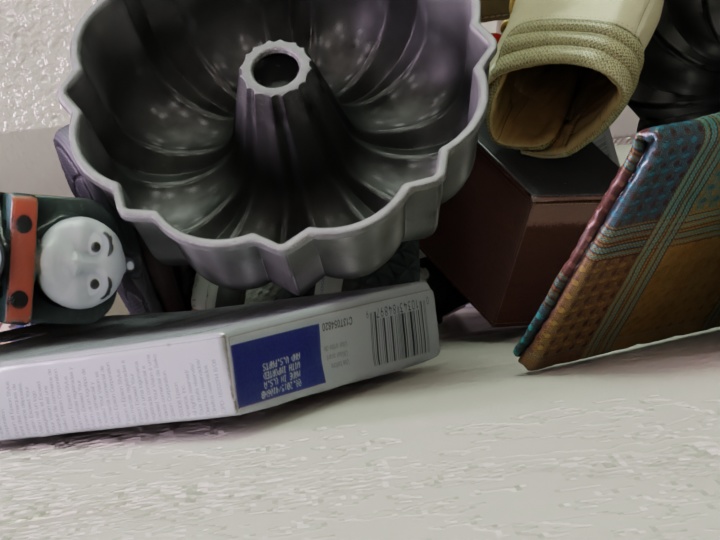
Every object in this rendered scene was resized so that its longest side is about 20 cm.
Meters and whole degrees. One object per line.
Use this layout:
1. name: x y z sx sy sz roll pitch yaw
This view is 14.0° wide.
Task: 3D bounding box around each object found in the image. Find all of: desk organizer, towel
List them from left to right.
1. desk organizer: 0.057 -0.055 1.511 0.072 0.077 0.200 -2 33 -32
2. towel: 0.168 -0.024 1.323 0.200 0.147 0.022 -11 50 -41

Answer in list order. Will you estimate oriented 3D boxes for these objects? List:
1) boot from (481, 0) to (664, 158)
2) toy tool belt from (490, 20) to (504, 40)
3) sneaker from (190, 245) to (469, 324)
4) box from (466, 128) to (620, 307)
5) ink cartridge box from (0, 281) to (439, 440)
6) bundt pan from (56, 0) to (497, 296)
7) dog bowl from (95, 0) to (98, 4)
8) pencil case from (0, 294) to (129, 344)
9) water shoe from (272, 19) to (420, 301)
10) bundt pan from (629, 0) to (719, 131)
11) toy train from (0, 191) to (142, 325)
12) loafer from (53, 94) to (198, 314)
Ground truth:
1. boot: 0.088 -0.126 1.478 0.073 0.156 0.200 41 -32 -27
2. toy tool belt: 0.144 -0.158 1.625 0.123 0.200 0.125 21 26 2
3. sneaker: 0.000 0.000 1.521 0.088 0.076 0.200 11 21 40
4. box: 0.054 -0.040 1.644 0.200 0.117 0.060 0 23 45
5. ink cartridge box: -0.095 0.042 1.319 0.200 0.041 0.200 -5 4 28
6. bundt pan: -0.034 -0.071 1.353 0.202 0.202 0.076 -6 -35 3
7. dog bowl: -0.063 -0.130 1.524 0.074 0.200 0.200 22 14 17
8. pencil case: -0.132 0.001 1.654 0.200 0.078 0.089 -10 -20 -40
9. water shoe: -0.008 -0.054 1.450 0.079 0.200 0.071 -9 -26 45
10. bundt pan: 0.210 -0.089 1.503 0.076 0.202 0.202 -17 9 -33
11. toy train: -0.171 -0.008 1.367 0.114 0.085 0.200 2 0 -17
12. loafer: -0.102 -0.020 1.484 0.063 0.072 0.200 -32 -28 -9
